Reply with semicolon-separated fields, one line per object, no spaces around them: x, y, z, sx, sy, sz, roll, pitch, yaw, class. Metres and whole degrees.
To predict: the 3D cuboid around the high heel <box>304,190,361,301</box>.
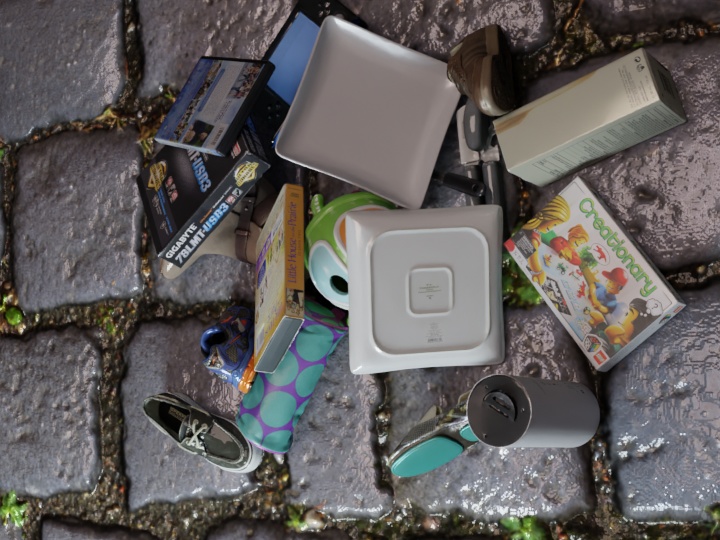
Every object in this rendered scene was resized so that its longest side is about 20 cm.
-0.071;-0.038;1.678;0.096;0.067;0.200;42;102;38;high heel

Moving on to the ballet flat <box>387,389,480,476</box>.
0.119;0.192;1.536;0.200;0.072;0.072;-30;69;25;ballet flat

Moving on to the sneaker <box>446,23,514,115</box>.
0.143;-0.235;1.513;0.075;0.200;0.071;-20;116;20;sneaker

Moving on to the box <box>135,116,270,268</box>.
-0.221;-0.136;1.711;0.199;0.050;0.200;-47;37;18;box

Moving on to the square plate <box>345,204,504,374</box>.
0.083;0.023;1.496;0.028;0.199;0.199;-158;66;-76;square plate

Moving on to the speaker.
0.199;0.161;1.400;0.081;0.200;0.082;-5;81;32;speaker

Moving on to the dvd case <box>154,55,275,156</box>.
-0.204;-0.230;1.705;0.200;0.018;0.143;17;76;54;dvd case

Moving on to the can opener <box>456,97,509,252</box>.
0.148;-0.120;1.553;0.052;0.066;0.201;-10;83;29;can opener

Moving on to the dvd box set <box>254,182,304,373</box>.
-0.104;0.010;1.584;0.146;0.029;0.201;121;153;-52;dvd box set

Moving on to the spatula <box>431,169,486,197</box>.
0.095;-0.123;1.572;0.200;0.021;0.057;25;92;50;spatula

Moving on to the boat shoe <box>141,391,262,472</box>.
-0.228;0.230;1.739;0.199;0.064;0.071;22;96;32;boat shoe

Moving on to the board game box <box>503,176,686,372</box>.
0.276;0.003;1.471;0.126;0.035;0.200;-44;64;19;board game box

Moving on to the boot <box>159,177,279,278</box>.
-0.191;-0.048;1.751;0.146;0.070;0.201;33;102;29;boot

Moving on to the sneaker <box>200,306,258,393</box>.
-0.177;0.092;1.675;0.076;0.078;0.200;-61;17;11;sneaker

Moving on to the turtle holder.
-0.007;-0.004;1.574;0.186;0.140;0.132;-57;42;29;turtle holder

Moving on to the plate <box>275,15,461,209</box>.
0.013;-0.197;1.565;0.199;0.032;0.200;22;77;-7;plate

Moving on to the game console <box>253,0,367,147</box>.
-0.092;-0.284;1.689;0.171;0.118;0.200;43;106;28;game console

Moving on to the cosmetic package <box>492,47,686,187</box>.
0.270;-0.177;1.459;0.199;0.105;0.071;-24;70;26;cosmetic package

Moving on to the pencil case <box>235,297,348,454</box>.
-0.092;0.139;1.648;0.085;0.092;0.201;34;103;33;pencil case
